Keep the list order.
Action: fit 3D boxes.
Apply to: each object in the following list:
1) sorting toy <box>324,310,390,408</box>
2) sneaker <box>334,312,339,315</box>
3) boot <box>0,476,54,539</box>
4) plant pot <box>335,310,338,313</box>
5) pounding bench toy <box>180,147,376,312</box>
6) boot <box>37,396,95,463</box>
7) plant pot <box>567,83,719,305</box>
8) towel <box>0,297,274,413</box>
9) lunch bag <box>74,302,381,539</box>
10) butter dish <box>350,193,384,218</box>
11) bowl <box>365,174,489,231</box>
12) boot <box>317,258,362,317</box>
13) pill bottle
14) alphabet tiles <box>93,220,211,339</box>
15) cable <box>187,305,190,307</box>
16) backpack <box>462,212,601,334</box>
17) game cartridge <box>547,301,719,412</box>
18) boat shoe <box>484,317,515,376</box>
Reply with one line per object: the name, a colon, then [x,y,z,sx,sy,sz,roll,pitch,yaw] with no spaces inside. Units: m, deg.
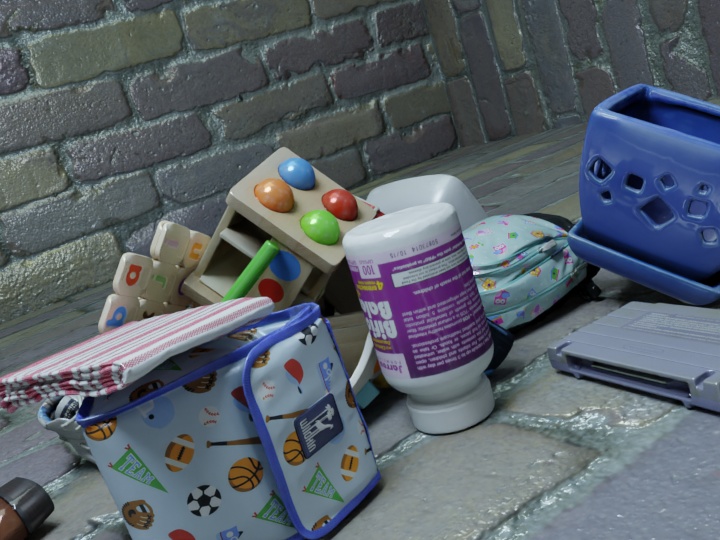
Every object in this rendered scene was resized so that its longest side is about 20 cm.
sorting toy: [-0.062,0.128,0.785,0.199,0.107,0.180,-11,20,32]
sneaker: [-0.051,0.111,0.938,0.199,0.075,0.085,-15,31,13]
boot: [-0.428,0.285,0.724,0.188,0.069,0.200,0,27,35]
plant pot: [0.038,0.040,1.035,0.200,0.093,0.201,-18,11,4]
pounding bench toy: [-0.092,-0.009,0.736,0.156,0.124,0.200,-55,0,36]
boot: [-0.302,0.179,0.839,0.200,0.096,0.074,-13,43,47]
plant pot: [0.351,-0.085,0.827,0.200,0.180,0.200,25,32,24]
towel: [-0.178,0.065,0.581,0.200,0.030,0.146,-12,10,40]
lunch bag: [-0.096,0.135,0.590,0.199,0.171,0.124,-21,14,-13]
butter dish: [-0.067,-0.037,1.003,0.199,0.148,0.200,24,15,5]
bowl: [0.105,-0.044,1.139,0.200,0.200,0.075,-5,42,46]
boot: [0.000,0.000,0.873,0.199,0.147,0.070,2,26,7]
pill bottle: [0.062,0.046,0.700,0.112,0.201,0.112,-17,11,3]
alphabet tiles: [-0.210,0.051,0.763,0.015,0.201,0.196,18,-2,16]
cable: [-0.262,0.128,1.008,0.200,0.051,0.164,-51,29,37]
backpack: [0.177,0.004,0.919,0.200,0.127,0.167,-28,18,-30]
game cartridge: [0.284,0.071,0.674,0.129,0.039,0.200,-18,11,-23]
boat shoe: [0.082,0.027,0.805,0.069,0.200,0.084,-45,-8,1]
